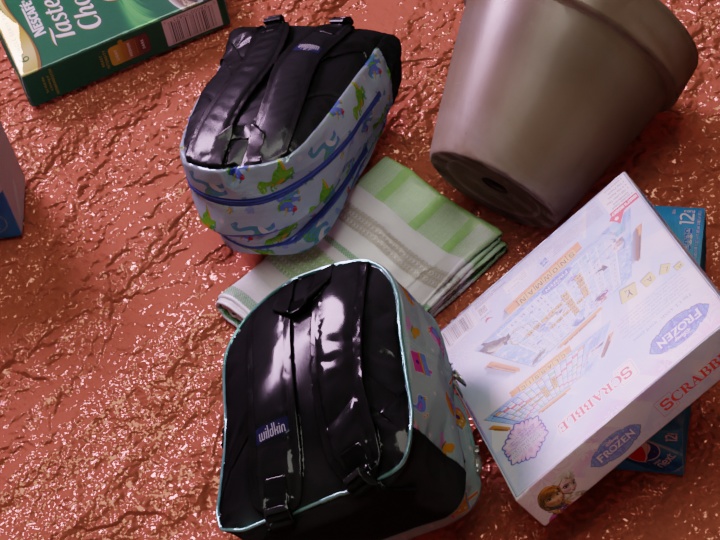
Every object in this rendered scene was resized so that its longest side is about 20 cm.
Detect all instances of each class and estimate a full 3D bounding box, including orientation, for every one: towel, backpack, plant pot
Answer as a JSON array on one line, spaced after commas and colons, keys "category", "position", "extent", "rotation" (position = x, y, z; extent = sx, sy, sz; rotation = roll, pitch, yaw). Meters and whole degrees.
[{"category": "towel", "position": [0.000, 0.000, 1.644], "extent": [0.149, 0.031, 0.200], "rotation": [36, 66, 30]}, {"category": "backpack", "position": [-0.065, -0.108, 1.673], "extent": [0.161, 0.155, 0.200], "rotation": [4, 26, 17]}, {"category": "backpack", "position": [-0.010, 0.103, 1.474], "extent": [0.175, 0.153, 0.202], "rotation": [-26, 55, 24]}, {"category": "plant pot", "position": [0.144, -0.138, 1.637], "extent": [0.199, 0.200, 0.175], "rotation": [23, 76, 25]}]

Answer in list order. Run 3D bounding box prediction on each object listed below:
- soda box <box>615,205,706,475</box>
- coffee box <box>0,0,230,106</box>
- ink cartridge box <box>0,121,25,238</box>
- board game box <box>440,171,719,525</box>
[{"category": "soda box", "position": [0.220, 0.049, 1.542], "extent": [0.063, 0.068, 0.201], "rotation": [3, 54, 12]}, {"category": "coffee box", "position": [-0.229, -0.235, 1.854], "extent": [0.198, 0.044, 0.123], "rotation": [-23, 53, -7]}, {"category": "ink cartridge box", "position": [-0.391, -0.074, 1.717], "extent": [0.198, 0.117, 0.068], "rotation": [-9, 52, 5]}, {"category": "board game box", "position": [0.163, 0.053, 1.488], "extent": [0.200, 0.041, 0.200], "rotation": [-41, 36, 10]}]
